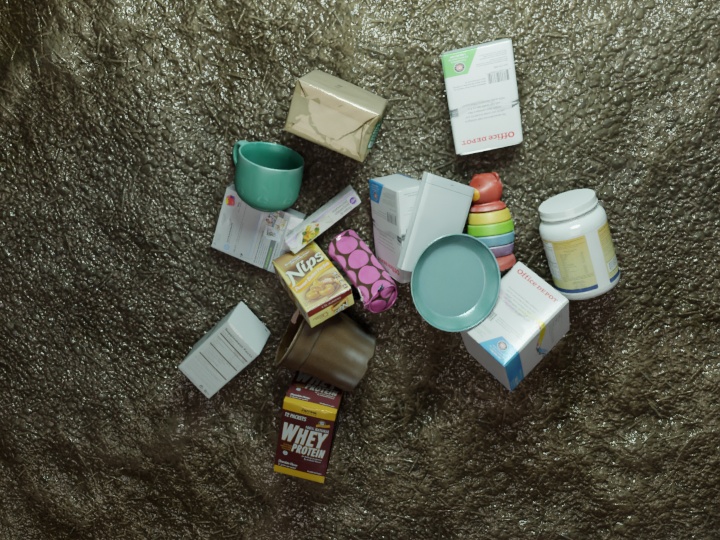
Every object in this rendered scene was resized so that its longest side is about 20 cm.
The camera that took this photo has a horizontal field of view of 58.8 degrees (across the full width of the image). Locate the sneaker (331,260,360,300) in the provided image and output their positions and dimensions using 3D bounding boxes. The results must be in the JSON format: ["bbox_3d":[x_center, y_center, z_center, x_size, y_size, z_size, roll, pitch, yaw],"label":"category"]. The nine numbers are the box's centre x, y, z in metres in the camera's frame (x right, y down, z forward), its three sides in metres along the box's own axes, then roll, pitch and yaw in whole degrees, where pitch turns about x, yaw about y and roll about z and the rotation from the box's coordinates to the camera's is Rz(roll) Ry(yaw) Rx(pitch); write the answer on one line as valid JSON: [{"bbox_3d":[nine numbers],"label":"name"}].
[{"bbox_3d":[-0.032,0.028,1.515,0.193,0.088,0.078,0,113,10],"label":"sneaker"}]

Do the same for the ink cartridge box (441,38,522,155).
[{"bbox_3d":[0.252,-0.359,1.326,0.141,0.084,0.206,-8,109,11],"label":"ink cartridge box"}]

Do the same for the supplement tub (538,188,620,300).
[{"bbox_3d":[0.468,-0.057,1.376,0.140,0.145,0.205,-17,107,14],"label":"supplement tub"}]

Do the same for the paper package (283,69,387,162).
[{"bbox_3d":[-0.047,-0.326,1.323,0.186,0.201,0.106,21,113,-1],"label":"paper package"}]

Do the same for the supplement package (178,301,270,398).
[{"bbox_3d":[-0.341,0.199,1.609,0.199,0.117,0.118,-40,101,19],"label":"supplement package"}]

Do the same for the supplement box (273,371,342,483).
[{"bbox_3d":[-0.122,0.373,1.598,0.129,0.198,0.206,12,112,3],"label":"supplement box"}]

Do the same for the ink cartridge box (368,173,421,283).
[{"bbox_3d":[0.089,-0.096,1.410,0.084,0.146,0.206,-15,113,-20],"label":"ink cartridge box"}]

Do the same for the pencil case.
[{"bbox_3d":[0.000,0.000,1.443,0.092,0.201,0.092,-25,143,-18],"label":"pencil case"}]

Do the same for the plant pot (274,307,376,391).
[{"bbox_3d":[-0.077,0.177,1.531,0.194,0.202,0.203,28,113,-11],"label":"plant pot"}]

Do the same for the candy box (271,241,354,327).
[{"bbox_3d":[-0.110,0.025,1.449,0.113,0.201,0.056,-27,136,-15],"label":"candy box"}]

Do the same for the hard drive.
[{"bbox_3d":[0.160,-0.091,1.348,0.129,0.027,0.206,11,100,-31],"label":"hard drive"}]

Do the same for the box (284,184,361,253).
[{"bbox_3d":[-0.088,-0.117,1.468,0.198,0.042,0.039,-38,118,6],"label":"box"}]

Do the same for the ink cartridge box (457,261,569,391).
[{"bbox_3d":[0.338,0.122,1.398,0.199,0.146,0.147,-42,145,-8],"label":"ink cartridge box"}]

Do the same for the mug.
[{"bbox_3d":[-0.209,-0.209,1.431,0.147,0.187,0.117,4,120,-18],"label":"mug"}]

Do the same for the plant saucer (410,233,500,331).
[{"bbox_3d":[0.196,0.024,1.340,0.193,0.036,0.207,-1,97,-9],"label":"plant saucer"}]

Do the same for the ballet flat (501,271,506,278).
[{"bbox_3d":[0.290,0.080,1.506,0.070,0.072,0.206,15,110,2],"label":"ballet flat"}]

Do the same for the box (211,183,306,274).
[{"bbox_3d":[-0.244,-0.094,1.525,0.195,0.041,0.160,21,111,-1],"label":"box"}]

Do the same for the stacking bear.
[{"bbox_3d":[0.281,-0.111,1.406,0.111,0.120,0.207,-14,102,-30],"label":"stacking bear"}]
